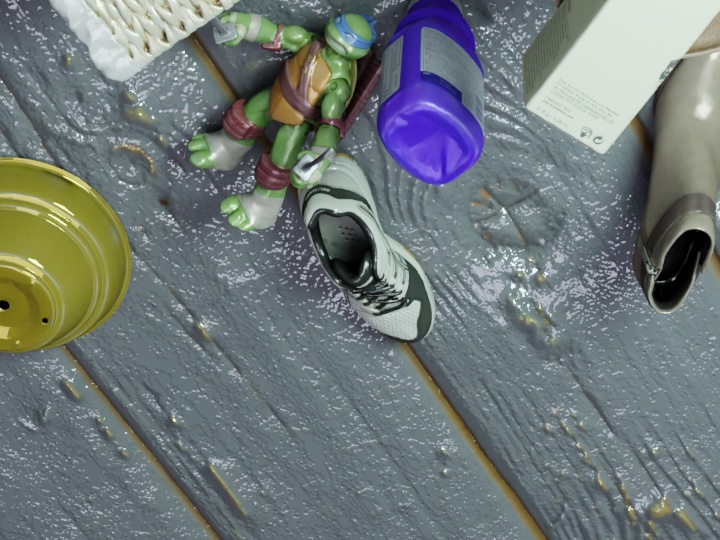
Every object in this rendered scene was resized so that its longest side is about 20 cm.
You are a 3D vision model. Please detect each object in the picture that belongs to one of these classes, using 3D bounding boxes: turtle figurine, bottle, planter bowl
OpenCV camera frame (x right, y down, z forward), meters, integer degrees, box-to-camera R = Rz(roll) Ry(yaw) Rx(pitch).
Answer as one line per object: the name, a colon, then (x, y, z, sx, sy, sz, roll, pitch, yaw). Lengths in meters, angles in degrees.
turtle figurine: (-0.082, -0.125, 1.673, 0.143, 0.200, 0.194, 35, 130, -2)
bottle: (0.055, -0.148, 1.621, 0.065, 0.201, 0.083, -38, 116, 26)
planter bowl: (-0.301, 0.009, 1.825, 0.198, 0.084, 0.202, 2, 126, 2)

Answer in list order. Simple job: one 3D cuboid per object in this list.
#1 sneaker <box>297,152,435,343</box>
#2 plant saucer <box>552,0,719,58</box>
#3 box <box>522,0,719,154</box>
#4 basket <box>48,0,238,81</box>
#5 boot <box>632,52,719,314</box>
sneaker: (0.000, 0.000, 1.798, 0.075, 0.088, 0.201, -24, 122, 17)
plant saucer: (0.210, -0.238, 1.406, 0.198, 0.037, 0.202, 1, 122, 2)
box: (0.187, -0.180, 1.377, 0.068, 0.082, 0.200, 29, 121, -16)
basket: (-0.161, -0.285, 1.543, 0.160, 0.199, 0.201, -26, 119, 18)
boot: (0.265, -0.069, 1.696, 0.069, 0.147, 0.201, 9, 125, -1)
